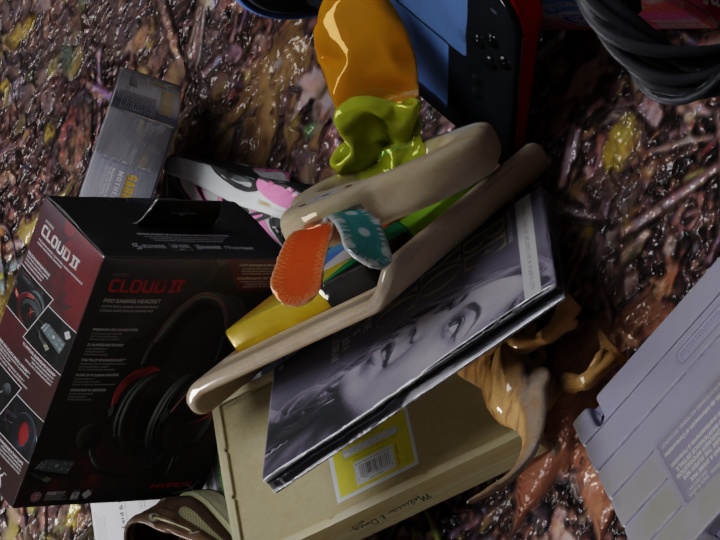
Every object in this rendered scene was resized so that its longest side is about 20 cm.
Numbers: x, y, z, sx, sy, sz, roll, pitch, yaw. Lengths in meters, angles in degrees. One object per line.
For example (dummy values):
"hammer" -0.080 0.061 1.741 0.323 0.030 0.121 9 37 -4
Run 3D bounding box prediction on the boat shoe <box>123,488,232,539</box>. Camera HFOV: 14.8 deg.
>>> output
"boat shoe" -0.073 0.206 1.667 0.202 0.075 0.075 35 118 41

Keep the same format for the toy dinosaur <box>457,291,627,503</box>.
"toy dinosaur" 0.092 0.067 1.527 0.106 0.060 0.200 -42 23 6

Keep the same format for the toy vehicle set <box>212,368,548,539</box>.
"toy vehicle set" 0.007 0.091 1.634 0.200 0.027 0.124 -27 50 20

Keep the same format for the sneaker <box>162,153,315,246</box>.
"sneaker" -0.076 -0.024 1.823 0.200 0.080 0.087 22 101 61

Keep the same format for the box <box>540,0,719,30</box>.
"box" 0.129 -0.201 1.604 0.200 0.095 0.100 6 74 58

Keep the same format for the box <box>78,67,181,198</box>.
"box" -0.169 -0.046 1.890 0.200 0.048 0.159 -105 34 -79

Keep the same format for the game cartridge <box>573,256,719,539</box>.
"game cartridge" 0.201 0.059 1.443 0.200 0.038 0.130 -50 43 25

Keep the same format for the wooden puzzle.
"wooden puzzle" 0.000 0.000 1.642 0.200 0.037 0.185 -32 5 43

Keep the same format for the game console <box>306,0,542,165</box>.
"game console" 0.026 -0.166 1.636 0.200 0.031 0.177 42 154 22

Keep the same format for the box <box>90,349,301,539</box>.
"box" -0.108 0.108 1.792 0.200 0.041 0.156 -21 73 46

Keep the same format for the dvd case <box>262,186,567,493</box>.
"dvd case" 0.029 0.037 1.574 0.200 0.016 0.149 -34 18 14

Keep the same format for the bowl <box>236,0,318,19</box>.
"bowl" -0.011 -0.236 1.740 0.201 0.200 0.039 -49 60 26

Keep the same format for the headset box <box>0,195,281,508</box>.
"headset box" -0.140 0.040 1.688 0.075 0.148 0.200 42 119 40

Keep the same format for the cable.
"cable" 0.181 -0.188 1.485 0.051 0.163 0.200 4 77 69

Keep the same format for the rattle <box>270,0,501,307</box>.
"rattle" -0.008 -0.077 1.554 0.130 0.200 0.143 3 108 33
